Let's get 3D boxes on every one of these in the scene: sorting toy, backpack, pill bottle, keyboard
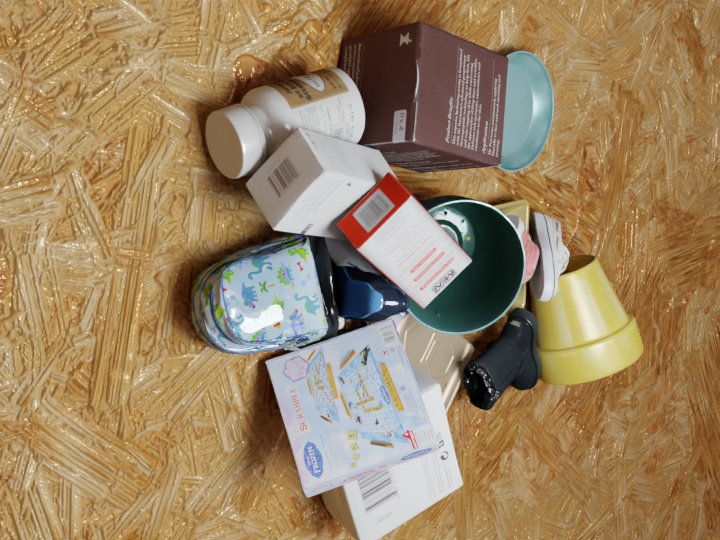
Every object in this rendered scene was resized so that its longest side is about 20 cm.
[{"bbox_3d":[0.090,0.164,1.658,0.199,0.036,0.187,36,76,-38],"label":"sorting toy"},{"bbox_3d":[-0.130,0.036,1.343,0.197,0.154,0.166,-10,96,-13],"label":"backpack"},{"bbox_3d":[-0.101,-0.193,1.327,0.198,0.114,0.116,-24,116,-34],"label":"pill bottle"},{"bbox_3d":[0.000,0.000,1.482,0.056,0.011,0.201,-43,100,-31],"label":"keyboard"}]

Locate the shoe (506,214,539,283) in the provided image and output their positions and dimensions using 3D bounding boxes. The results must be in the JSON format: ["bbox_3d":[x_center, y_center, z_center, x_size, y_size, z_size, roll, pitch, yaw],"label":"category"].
[{"bbox_3d":[0.231,0.013,1.656,0.091,0.071,0.202,46,66,-36],"label":"shoe"}]

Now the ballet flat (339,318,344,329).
[{"bbox_3d":[-0.031,0.050,1.480,0.199,0.071,0.073,-33,121,-33],"label":"ballet flat"}]

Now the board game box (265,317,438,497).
[{"bbox_3d":[-0.014,0.190,1.410,0.197,0.202,0.041,-18,153,-4],"label":"board game box"}]

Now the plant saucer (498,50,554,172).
[{"bbox_3d":[0.256,-0.271,1.697,0.198,0.036,0.203,-14,111,-41],"label":"plant saucer"}]

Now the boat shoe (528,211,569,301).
[{"bbox_3d":[0.333,-0.028,1.736,0.066,0.202,0.074,9,138,-7],"label":"boat shoe"}]

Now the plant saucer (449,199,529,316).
[{"bbox_3d":[0.207,-0.014,1.708,0.198,0.048,0.203,-13,109,-40],"label":"plant saucer"}]

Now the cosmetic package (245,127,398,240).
[{"bbox_3d":[-0.042,-0.109,1.314,0.113,0.082,0.199,-44,155,24],"label":"cosmetic package"}]

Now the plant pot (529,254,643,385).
[{"bbox_3d":[0.395,0.083,1.823,0.199,0.199,0.191,-27,103,-35],"label":"plant pot"}]

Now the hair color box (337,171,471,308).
[{"bbox_3d":[0.063,-0.037,1.352,0.101,0.061,0.200,-44,141,4],"label":"hair color box"}]

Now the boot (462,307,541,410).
[{"bbox_3d":[0.245,0.183,1.748,0.168,0.076,0.202,-45,146,-30],"label":"boot"}]

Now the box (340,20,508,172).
[{"bbox_3d":[0.090,-0.243,1.445,0.198,0.163,0.169,9,85,-43],"label":"box"}]

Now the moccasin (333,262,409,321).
[{"bbox_3d":[0.009,0.041,1.370,0.067,0.200,0.082,6,100,-19],"label":"moccasin"}]

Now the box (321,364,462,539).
[{"bbox_3d":[0.031,0.273,1.535,0.198,0.130,0.201,-27,119,-22],"label":"box"}]

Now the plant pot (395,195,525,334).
[{"bbox_3d":[0.136,-0.023,1.533,0.197,0.161,0.204,-2,105,-8],"label":"plant pot"}]

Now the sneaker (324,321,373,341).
[{"bbox_3d":[-0.046,0.139,1.512,0.199,0.070,0.076,-35,104,-35],"label":"sneaker"}]
